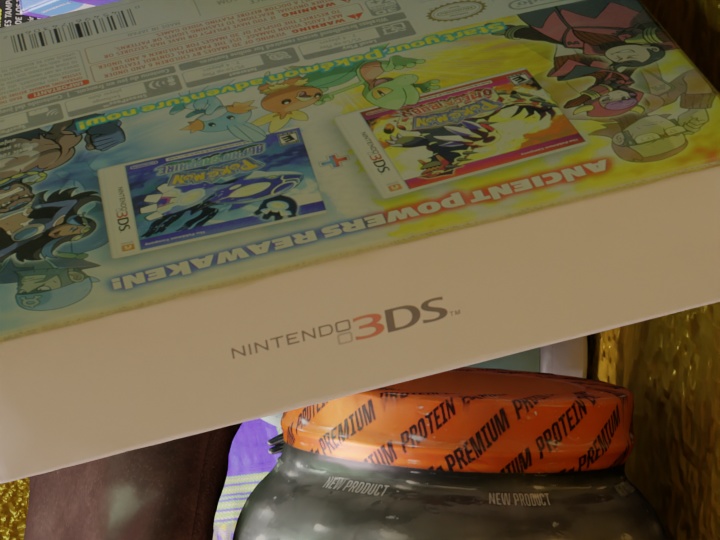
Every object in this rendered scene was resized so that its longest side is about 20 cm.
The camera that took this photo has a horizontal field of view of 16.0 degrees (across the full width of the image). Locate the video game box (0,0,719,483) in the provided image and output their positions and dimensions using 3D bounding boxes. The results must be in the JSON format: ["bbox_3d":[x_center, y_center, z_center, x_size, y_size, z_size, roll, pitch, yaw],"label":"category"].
[{"bbox_3d":[-0.013,-0.030,0.678,0.182,0.199,0.047,-115,13,-62],"label":"video game box"}]

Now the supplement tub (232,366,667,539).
[{"bbox_3d":[0.022,0.129,0.705,0.123,0.122,0.201,-164,76,-80],"label":"supplement tub"}]

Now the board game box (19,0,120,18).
[{"bbox_3d":[-0.021,-0.163,0.741,0.200,0.045,0.135,-15,80,34],"label":"board game box"}]

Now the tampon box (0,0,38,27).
[{"bbox_3d":[-0.077,-0.151,1.133,0.126,0.199,0.150,103,166,-49],"label":"tampon box"}]

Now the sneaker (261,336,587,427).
[{"bbox_3d":[0.000,0.000,0.879,0.200,0.118,0.074,-116,29,-71],"label":"sneaker"}]

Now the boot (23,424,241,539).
[{"bbox_3d":[-0.090,0.043,0.791,0.200,0.072,0.167,-29,39,49],"label":"boot"}]

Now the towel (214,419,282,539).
[{"bbox_3d":[-0.034,0.067,1.000,0.143,0.023,0.201,-9,90,57],"label":"towel"}]

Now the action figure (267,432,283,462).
[{"bbox_3d":[-0.003,0.147,0.877,0.119,0.102,0.201,-120,22,-64],"label":"action figure"}]
